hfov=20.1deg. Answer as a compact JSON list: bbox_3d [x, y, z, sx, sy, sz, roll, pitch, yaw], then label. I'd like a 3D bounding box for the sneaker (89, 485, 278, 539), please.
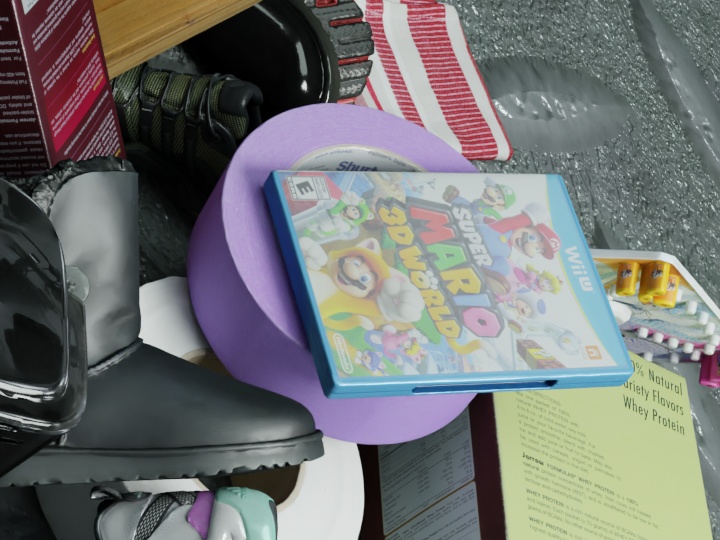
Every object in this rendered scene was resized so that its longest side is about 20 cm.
[{"bbox_3d":[-0.120,0.207,1.060,0.078,0.138,0.202,-122,-142,-85],"label":"sneaker"}]

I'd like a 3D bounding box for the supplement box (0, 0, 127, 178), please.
[{"bbox_3d":[-0.185,-0.093,1.142,0.109,0.060,0.202,-68,153,-58],"label":"supplement box"}]

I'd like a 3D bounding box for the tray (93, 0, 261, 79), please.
[{"bbox_3d":[-0.136,-0.189,1.268,0.099,0.037,0.200,54,42,0],"label":"tray"}]

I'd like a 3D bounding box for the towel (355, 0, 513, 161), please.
[{"bbox_3d":[0.033,-0.152,1.569,0.199,0.023,0.145,0,63,-49],"label":"towel"}]

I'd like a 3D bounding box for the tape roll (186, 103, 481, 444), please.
[{"bbox_3d":[0.000,0.000,1.204,0.198,0.066,0.202,14,52,-18],"label":"tape roll"}]

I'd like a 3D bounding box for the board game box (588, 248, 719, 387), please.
[{"bbox_3d":[0.145,0.033,1.366,0.200,0.198,0.026,40,57,-54],"label":"board game box"}]

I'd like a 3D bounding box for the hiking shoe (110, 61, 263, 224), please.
[{"bbox_3d":[-0.112,-0.105,1.298,0.200,0.100,0.076,38,38,-21],"label":"hiking shoe"}]

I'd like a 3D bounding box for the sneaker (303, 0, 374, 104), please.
[{"bbox_3d":[-0.044,-0.192,1.472,0.073,0.087,0.202,-5,87,-25],"label":"sneaker"}]

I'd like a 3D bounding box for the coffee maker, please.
[{"bbox_3d":[-0.220,0.075,0.946,0.134,0.200,0.193,-5,65,-49],"label":"coffee maker"}]

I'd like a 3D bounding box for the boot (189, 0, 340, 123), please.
[{"bbox_3d":[-0.118,-0.177,1.363,0.212,0.079,0.157,54,28,17],"label":"boot"}]

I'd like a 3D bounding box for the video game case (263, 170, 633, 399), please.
[{"bbox_3d":[0.052,0.005,1.172,0.198,0.018,0.144,0,57,-28],"label":"video game case"}]

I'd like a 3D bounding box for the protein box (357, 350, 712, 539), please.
[{"bbox_3d":[0.113,0.151,1.318,0.198,0.135,0.201,25,46,-33],"label":"protein box"}]

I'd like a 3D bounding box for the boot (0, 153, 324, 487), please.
[{"bbox_3d":[-0.117,0.025,1.054,0.198,0.076,0.170,-1,86,-16],"label":"boot"}]

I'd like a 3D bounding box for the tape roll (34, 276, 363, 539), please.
[{"bbox_3d":[-0.093,0.107,1.177,0.202,0.071,0.204,28,43,-30],"label":"tape roll"}]
